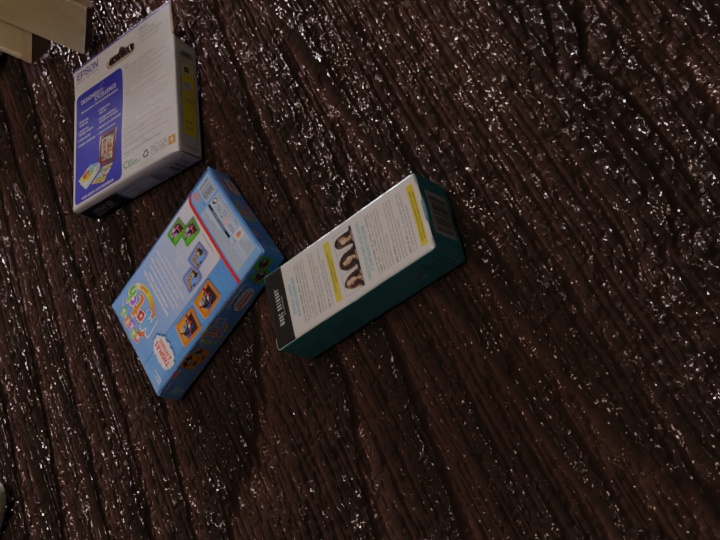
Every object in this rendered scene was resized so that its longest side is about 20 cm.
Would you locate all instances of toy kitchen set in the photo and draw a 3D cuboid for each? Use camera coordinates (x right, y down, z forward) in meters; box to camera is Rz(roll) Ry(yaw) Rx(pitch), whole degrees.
[{"bbox_3d":[-0.391,-0.397,1.632,0.162,0.181,0.201,24,132,9],"label":"toy kitchen set"}]

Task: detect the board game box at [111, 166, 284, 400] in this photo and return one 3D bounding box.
[{"bbox_3d":[-0.179,0.014,1.303,0.200,0.036,0.152,-51,48,17],"label":"board game box"}]

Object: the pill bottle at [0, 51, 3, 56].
[{"bbox_3d":[-0.609,-0.346,1.772,0.199,0.113,0.115,2,77,43],"label":"pill bottle"}]

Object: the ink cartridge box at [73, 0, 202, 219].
[{"bbox_3d":[-0.271,-0.188,1.455,0.197,0.047,0.202,-24,59,37],"label":"ink cartridge box"}]

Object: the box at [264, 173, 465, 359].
[{"bbox_3d":[0.000,0.000,1.133,0.199,0.049,0.083,-33,55,30],"label":"box"}]

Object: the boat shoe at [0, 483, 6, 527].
[{"bbox_3d":[-0.501,0.332,1.468,0.201,0.071,0.070,-51,48,17],"label":"boat shoe"}]
